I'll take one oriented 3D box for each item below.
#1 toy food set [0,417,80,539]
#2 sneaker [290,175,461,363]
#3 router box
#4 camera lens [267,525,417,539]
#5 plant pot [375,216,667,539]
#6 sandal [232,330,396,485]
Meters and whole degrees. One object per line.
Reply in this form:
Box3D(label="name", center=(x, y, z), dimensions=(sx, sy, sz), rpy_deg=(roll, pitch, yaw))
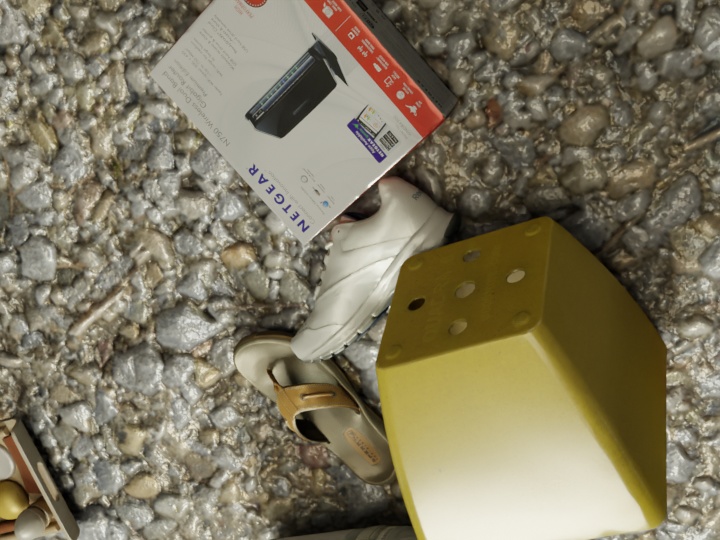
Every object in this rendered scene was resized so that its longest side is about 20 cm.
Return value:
Box3D(label="toy food set", center=(-0.414, 0.252, 1.312), dimensions=(0.197, 0.061, 0.145), rpy_deg=(-17, 108, 25))
Box3D(label="sneaker", center=(0.000, 0.000, 1.044), dimensions=(0.087, 0.074, 0.200), rpy_deg=(43, 112, 2))
Box3D(label="router box", center=(-0.048, -0.152, 0.995), dimensions=(0.200, 0.049, 0.179), rpy_deg=(47, 120, -6))
Box3D(label="camera lens", center=(-0.014, 0.332, 1.146), dimensions=(0.197, 0.160, 0.162), rpy_deg=(-13, 110, 24))
Box3D(label="plant pot", center=(0.117, 0.080, 0.935), dimensions=(0.197, 0.201, 0.178), rpy_deg=(-15, 123, 25))
Box3D(label="sandal", center=(-0.039, 0.133, 1.123), dimensions=(0.200, 0.054, 0.080), rpy_deg=(45, 120, -4))
